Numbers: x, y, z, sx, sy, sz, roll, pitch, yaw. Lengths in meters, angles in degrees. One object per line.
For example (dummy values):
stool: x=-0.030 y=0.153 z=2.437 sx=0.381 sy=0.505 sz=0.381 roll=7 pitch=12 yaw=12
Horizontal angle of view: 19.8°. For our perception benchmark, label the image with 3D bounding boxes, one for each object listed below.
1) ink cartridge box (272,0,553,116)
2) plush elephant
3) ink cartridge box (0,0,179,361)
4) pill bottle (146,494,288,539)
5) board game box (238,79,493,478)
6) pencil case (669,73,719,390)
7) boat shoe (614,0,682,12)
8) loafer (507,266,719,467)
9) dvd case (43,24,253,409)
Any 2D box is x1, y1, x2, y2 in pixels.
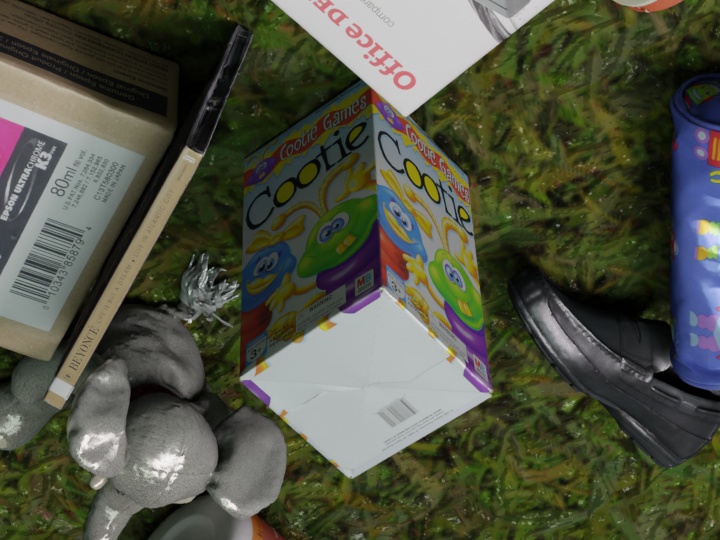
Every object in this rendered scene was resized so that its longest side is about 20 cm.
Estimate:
ink cartridge box: x=0.047 y=-0.201 z=1.115 sx=0.200 sy=0.084 sz=0.144 roll=-37 pitch=121 yaw=24
plush elephant: x=-0.139 y=0.106 z=1.301 sx=0.164 sy=0.155 sz=0.200 roll=26 pitch=123 yaw=-22
ink cartridge box: x=-0.220 y=-0.059 z=1.220 sx=0.164 sy=0.075 sz=0.200 roll=19 pitch=126 yaw=-19
pill bottle: x=-0.060 y=0.253 z=1.452 sx=0.112 sy=0.112 sz=0.200 roll=-34 pitch=123 yaw=22
board game box: x=0.000 y=0.000 z=1.197 sx=0.105 sy=0.200 sz=0.103 roll=-33 pitch=123 yaw=22
pencil case: x=0.231 y=-0.024 z=1.256 sx=0.086 sy=0.078 sz=0.201 roll=0 pitch=121 yaw=6
boat shoe: x=0.214 y=-0.217 z=1.129 sx=0.200 sy=0.071 sz=0.062 roll=-44 pitch=161 yaw=24
loafer: x=0.170 y=0.053 z=1.339 sx=0.070 sy=0.068 sz=0.200 roll=-40 pitch=125 yaw=14
dvd case: x=-0.123 y=-0.032 z=1.199 sx=0.016 sy=0.149 sz=0.200 roll=27 pitch=123 yaw=-8
